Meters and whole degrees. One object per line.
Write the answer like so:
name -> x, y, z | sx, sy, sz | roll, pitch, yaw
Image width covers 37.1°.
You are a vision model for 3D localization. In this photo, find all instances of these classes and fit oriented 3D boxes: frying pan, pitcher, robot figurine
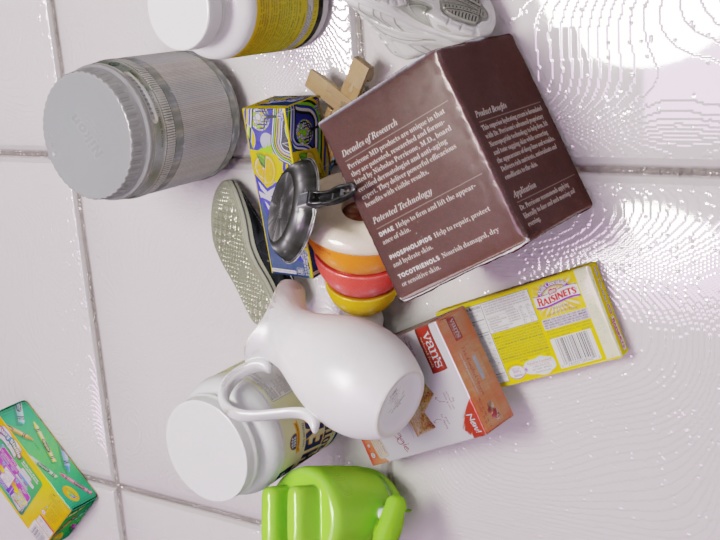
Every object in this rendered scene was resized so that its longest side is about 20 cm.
frying pan -> -0.060, -0.055, 1.114 | 0.190, 0.031, 0.116 | -140, 64, -65
pitcher -> -0.046, 0.120, 1.165 | 0.199, 0.172, 0.122 | 27, 162, 32
robot figurine -> -0.028, 0.291, 1.274 | 0.174, 0.199, 0.117 | -13, 74, 38

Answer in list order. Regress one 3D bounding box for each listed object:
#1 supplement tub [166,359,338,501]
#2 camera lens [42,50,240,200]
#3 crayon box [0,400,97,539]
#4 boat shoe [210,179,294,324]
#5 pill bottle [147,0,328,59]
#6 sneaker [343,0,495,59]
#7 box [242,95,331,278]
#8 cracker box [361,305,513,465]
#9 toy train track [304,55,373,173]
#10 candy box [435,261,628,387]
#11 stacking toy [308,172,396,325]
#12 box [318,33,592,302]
supplement tub -> -0.123, 0.180, 1.295 | 0.144, 0.199, 0.147 | 11, 110, 31
camera lens -> -0.253, -0.174, 1.277 | 0.159, 0.199, 0.162 | 10, 109, 31
crayon box -> -0.514, 0.321, 1.692 | 0.200, 0.058, 0.119 | 49, 124, 13
boat shoe -> -0.130, -0.022, 1.328 | 0.075, 0.062, 0.201 | -44, 63, 40
pill bottle -> -0.131, -0.289, 1.160 | 0.111, 0.199, 0.114 | 10, 110, 31
sneaker -> 0.031, -0.261, 1.095 | 0.198, 0.078, 0.099 | 24, 148, -8
box -> -0.076, -0.097, 1.240 | 0.070, 0.064, 0.202 | 7, 115, 38
cracker box -> 0.064, 0.135, 1.224 | 0.199, 0.057, 0.135 | -27, 88, 46
toy train track -> -0.024, -0.158, 1.234 | 0.114, 0.032, 0.201 | 40, 130, 18
candy box -> 0.181, 0.066, 1.162 | 0.199, 0.026, 0.103 | -19, 91, 37
stacking toy -> 0.000, 0.000, 1.225 | 0.145, 0.146, 0.202 | 25, 134, 26
box -> 0.098, -0.105, 1.081 | 0.163, 0.165, 0.202 | -27, 88, 38
